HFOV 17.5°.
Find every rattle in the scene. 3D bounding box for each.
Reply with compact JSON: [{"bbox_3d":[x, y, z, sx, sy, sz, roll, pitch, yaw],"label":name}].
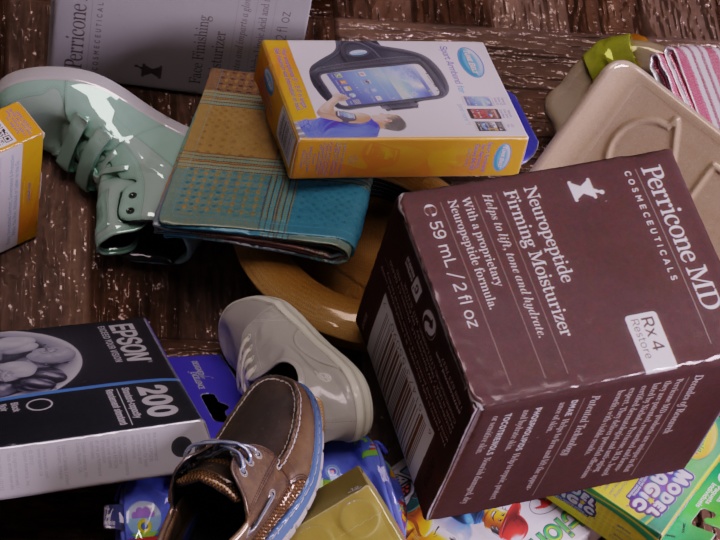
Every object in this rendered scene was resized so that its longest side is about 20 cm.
[{"bbox_3d":[0.243,-0.093,1.872,0.200,0.143,0.130,43,88,3],"label":"rattle"}]

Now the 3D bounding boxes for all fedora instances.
[{"bbox_3d":[0.000,0.000,1.716,0.200,0.082,0.201,3,45,-3],"label":"fedora"}]

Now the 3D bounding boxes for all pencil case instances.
[{"bbox_3d":[-0.070,0.160,1.556,0.199,0.078,0.087,-9,89,-5],"label":"pencil case"}]

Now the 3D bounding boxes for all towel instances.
[{"bbox_3d":[0.294,-0.101,1.805,0.200,0.030,0.147,-6,75,-56],"label":"towel"},{"bbox_3d":[-0.061,-0.080,1.717,0.146,0.022,0.200,8,39,4],"label":"towel"}]

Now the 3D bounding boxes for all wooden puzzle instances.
[{"bbox_3d":[0.214,-0.025,1.710,0.200,0.185,0.046,40,16,15],"label":"wooden puzzle"}]

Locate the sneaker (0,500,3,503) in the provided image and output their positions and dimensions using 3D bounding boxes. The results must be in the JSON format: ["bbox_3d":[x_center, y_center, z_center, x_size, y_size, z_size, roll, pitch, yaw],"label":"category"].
[{"bbox_3d":[-0.282,0.218,1.508,0.095,0.079,0.200,41,53,-7],"label":"sneaker"}]

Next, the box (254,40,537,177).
[{"bbox_3d":[0.032,-0.120,1.720,0.199,0.042,0.119,-3,42,-17],"label":"box"}]

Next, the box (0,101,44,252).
[{"bbox_3d":[-0.319,-0.034,1.654,0.200,0.119,0.042,-25,61,-28],"label":"box"}]

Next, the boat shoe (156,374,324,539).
[{"bbox_3d":[-0.078,0.140,1.439,0.072,0.072,0.200,2,54,25],"label":"boat shoe"}]

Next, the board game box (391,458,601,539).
[{"bbox_3d":[0.106,0.155,1.645,0.200,0.035,0.126,-34,66,-31],"label":"board game box"}]

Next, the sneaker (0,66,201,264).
[{"bbox_3d":[-0.196,-0.076,1.736,0.200,0.074,0.118,22,45,3],"label":"sneaker"}]

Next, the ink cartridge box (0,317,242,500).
[{"bbox_3d":[-0.169,0.087,1.581,0.199,0.044,0.198,-5,21,-16],"label":"ink cartridge box"}]

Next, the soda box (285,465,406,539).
[{"bbox_3d":[-0.066,0.206,1.490,0.200,0.064,0.068,-31,99,-2],"label":"soda box"}]

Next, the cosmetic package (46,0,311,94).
[{"bbox_3d":[-0.137,-0.252,1.832,0.199,0.165,0.165,6,52,-5],"label":"cosmetic package"}]

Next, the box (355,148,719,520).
[{"bbox_3d":[0.123,0.043,1.546,0.199,0.164,0.166,-11,61,-18],"label":"box"}]

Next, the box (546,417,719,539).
[{"bbox_3d":[0.172,0.119,1.637,0.200,0.048,0.117,35,54,12],"label":"box"}]

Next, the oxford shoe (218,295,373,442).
[{"bbox_3d":[-0.059,0.067,1.594,0.058,0.075,0.200,-13,23,-24],"label":"oxford shoe"}]
